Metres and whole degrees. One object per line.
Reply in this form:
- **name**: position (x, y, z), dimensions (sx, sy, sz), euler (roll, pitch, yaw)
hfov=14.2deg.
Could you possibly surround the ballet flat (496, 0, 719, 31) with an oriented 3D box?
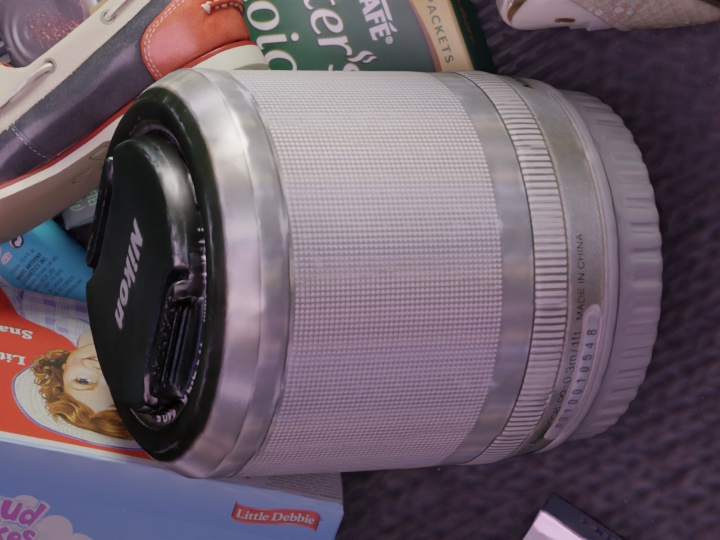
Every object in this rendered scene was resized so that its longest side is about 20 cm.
- **ballet flat**: position (0.056, -0.135, 1.191), dimensions (0.199, 0.067, 0.063), euler (26, 106, -13)

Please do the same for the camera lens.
- **camera lens**: position (0.000, 0.000, 1.153), dimensions (0.199, 0.160, 0.161), euler (-1, 99, -24)

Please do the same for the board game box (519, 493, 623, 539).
- **board game box**: position (0.112, 0.235, 1.257), dimensions (0.200, 0.043, 0.199), euler (34, 104, 7)

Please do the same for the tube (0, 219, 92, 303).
- **tube**: position (-0.193, -0.034, 1.290), dimensions (0.200, 0.050, 0.078), euler (40, 107, 9)

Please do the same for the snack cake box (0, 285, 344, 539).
- **snack cake box**: position (-0.112, 0.072, 1.209), dimensions (0.199, 0.115, 0.067), euler (12, 123, -11)

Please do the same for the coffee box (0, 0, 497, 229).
- **coffee box**: position (-0.053, -0.106, 1.248), dimensions (0.199, 0.044, 0.123), euler (-17, 93, 14)

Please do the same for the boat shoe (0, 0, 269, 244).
- **boat shoe**: position (-0.132, -0.064, 1.213), dimensions (0.200, 0.071, 0.063), euler (-31, 81, 19)
